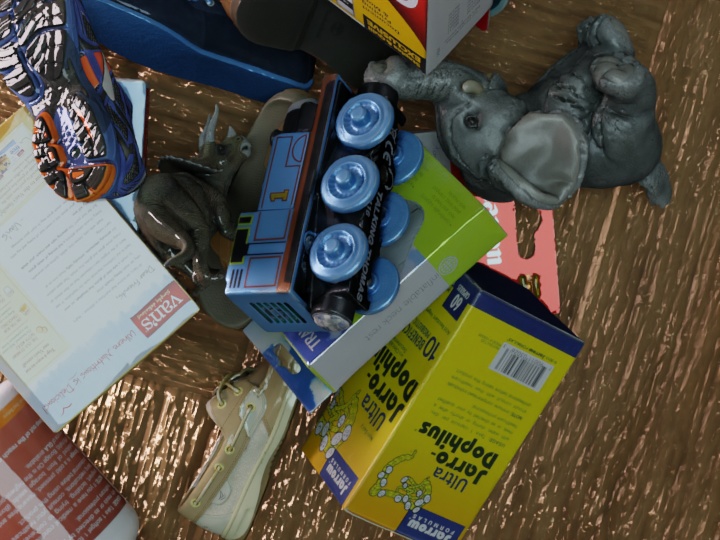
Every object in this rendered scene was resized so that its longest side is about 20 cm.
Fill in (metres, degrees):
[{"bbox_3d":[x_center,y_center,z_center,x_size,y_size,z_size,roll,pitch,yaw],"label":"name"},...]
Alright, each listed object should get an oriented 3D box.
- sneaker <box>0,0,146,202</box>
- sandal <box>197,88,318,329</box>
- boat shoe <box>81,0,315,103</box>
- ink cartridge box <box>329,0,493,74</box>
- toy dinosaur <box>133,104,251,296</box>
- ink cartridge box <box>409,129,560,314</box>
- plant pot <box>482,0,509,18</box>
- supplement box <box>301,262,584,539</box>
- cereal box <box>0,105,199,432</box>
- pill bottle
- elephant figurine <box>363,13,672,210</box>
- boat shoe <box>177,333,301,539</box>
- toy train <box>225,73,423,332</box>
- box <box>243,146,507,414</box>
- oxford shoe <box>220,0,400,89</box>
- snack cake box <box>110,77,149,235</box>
[{"bbox_3d":[-0.210,-0.133,1.565,0.075,0.078,0.200,-25,69,23],"label":"sneaker"},{"bbox_3d":[-0.086,-0.048,1.677,0.080,0.054,0.200,30,111,20],"label":"sandal"},{"bbox_3d":[-0.131,-0.190,1.681,0.200,0.084,0.069,22,66,-23],"label":"boat shoe"},{"bbox_3d":[0.000,-0.245,1.569,0.200,0.176,0.084,39,73,16],"label":"ink cartridge box"},{"bbox_3d":[-0.133,-0.037,1.589,0.077,0.200,0.102,-36,95,28],"label":"toy dinosaur"},{"bbox_3d":[0.057,-0.032,1.710,0.200,0.047,0.160,-5,95,-1],"label":"ink cartridge box"},{"bbox_3d":[0.095,-0.327,1.623,0.200,0.200,0.188,46,72,-5],"label":"plant pot"},{"bbox_3d":[0.061,0.098,1.663,0.109,0.109,0.200,26,100,-28],"label":"supplement box"},{"bbox_3d":[-0.235,-0.001,1.586,0.144,0.040,0.200,-40,96,-1],"label":"cereal box"},{"bbox_3d":[-0.247,0.192,1.680,0.112,0.112,0.200,-42,95,1],"label":"pill bottle"},{"bbox_3d":[0.123,-0.106,1.659,0.200,0.142,0.155,-25,63,-10],"label":"elephant figurine"},{"bbox_3d":[-0.090,0.117,1.699,0.066,0.074,0.200,19,97,-5],"label":"boat shoe"},{"bbox_3d":[-0.026,-0.048,1.575,0.114,0.087,0.200,-1,64,26],"label":"toy train"},{"bbox_3d":[0.000,0.000,1.629,0.200,0.122,0.048,-42,135,0],"label":"box"},{"bbox_3d":[-0.023,-0.194,1.667,0.200,0.071,0.071,20,107,-36],"label":"oxford shoe"},{"bbox_3d":[-0.201,-0.049,1.662,0.067,0.115,0.200,3,94,-3],"label":"snack cake box"}]
